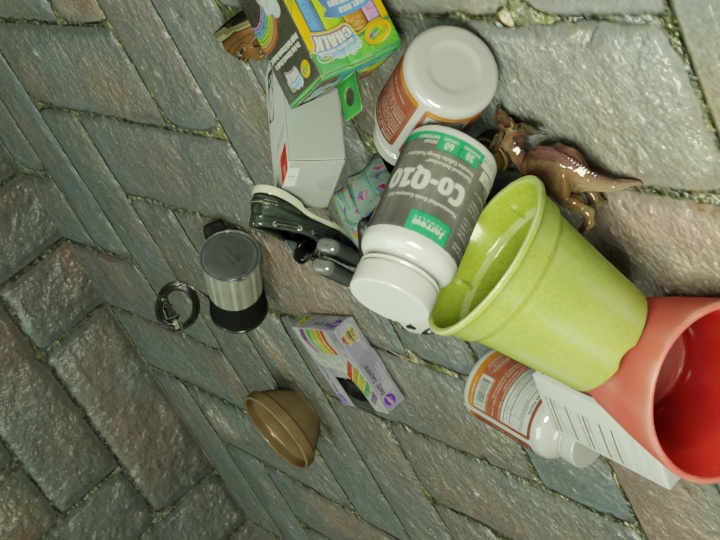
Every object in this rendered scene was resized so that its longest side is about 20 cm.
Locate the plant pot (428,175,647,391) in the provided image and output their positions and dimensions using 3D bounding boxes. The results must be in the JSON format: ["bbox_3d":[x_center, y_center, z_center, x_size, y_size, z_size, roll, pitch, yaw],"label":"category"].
[{"bbox_3d":[0.205,0.030,1.464,0.183,0.201,0.200,33,161,-13],"label":"plant pot"}]

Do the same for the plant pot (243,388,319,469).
[{"bbox_3d":[-0.153,0.325,2.891,0.201,0.093,0.201,41,155,23],"label":"plant pot"}]

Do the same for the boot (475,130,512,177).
[{"bbox_3d":[0.125,-0.112,1.703,0.074,0.075,0.200,45,160,0],"label":"boot"}]

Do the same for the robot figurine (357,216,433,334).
[{"bbox_3d":[0.079,-0.017,1.644,0.150,0.124,0.201,-129,30,-49],"label":"robot figurine"}]

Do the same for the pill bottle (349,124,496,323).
[{"bbox_3d":[0.068,-0.050,1.484,0.112,0.201,0.113,20,157,9],"label":"pill bottle"}]

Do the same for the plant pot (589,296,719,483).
[{"bbox_3d":[0.353,0.116,1.503,0.201,0.200,0.177,59,166,-22],"label":"plant pot"}]

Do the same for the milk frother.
[{"bbox_3d":[-0.290,0.028,2.545,0.180,0.199,0.189,43,157,26],"label":"milk frother"}]

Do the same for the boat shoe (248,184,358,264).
[{"bbox_3d":[-0.077,-0.043,1.806,0.074,0.067,0.199,-1,155,40],"label":"boat shoe"}]

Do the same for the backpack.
[{"bbox_3d":[0.041,-0.075,1.797,0.167,0.126,0.200,57,-178,-33],"label":"backpack"}]

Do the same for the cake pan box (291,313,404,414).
[{"bbox_3d":[-0.022,0.171,2.460,0.201,0.052,0.184,57,159,-18],"label":"cake pan box"}]

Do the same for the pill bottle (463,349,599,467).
[{"bbox_3d":[0.252,0.197,1.902,0.199,0.112,0.113,29,150,40],"label":"pill bottle"}]

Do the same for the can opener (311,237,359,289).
[{"bbox_3d":[0.000,0.000,1.784,0.066,0.054,0.200,14,176,20],"label":"can opener"}]

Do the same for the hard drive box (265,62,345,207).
[{"bbox_3d":[-0.076,-0.205,1.792,0.156,0.076,0.202,116,150,-67],"label":"hard drive box"}]

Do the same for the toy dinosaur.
[{"bbox_3d":[0.215,-0.118,1.520,0.199,0.086,0.136,10,129,49],"label":"toy dinosaur"}]

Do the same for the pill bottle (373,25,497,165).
[{"bbox_3d":[0.080,-0.196,1.584,0.112,0.112,0.200,48,158,3],"label":"pill bottle"}]

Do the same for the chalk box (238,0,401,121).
[{"bbox_3d":[-0.040,-0.283,1.628,0.201,0.123,0.125,63,157,-1],"label":"chalk box"}]

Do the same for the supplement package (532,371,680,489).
[{"bbox_3d":[0.335,0.168,1.696,0.199,0.114,0.110,24,148,46],"label":"supplement package"}]

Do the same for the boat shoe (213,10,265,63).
[{"bbox_3d":[-0.143,-0.334,1.875,0.068,0.072,0.200,51,168,-15],"label":"boat shoe"}]
